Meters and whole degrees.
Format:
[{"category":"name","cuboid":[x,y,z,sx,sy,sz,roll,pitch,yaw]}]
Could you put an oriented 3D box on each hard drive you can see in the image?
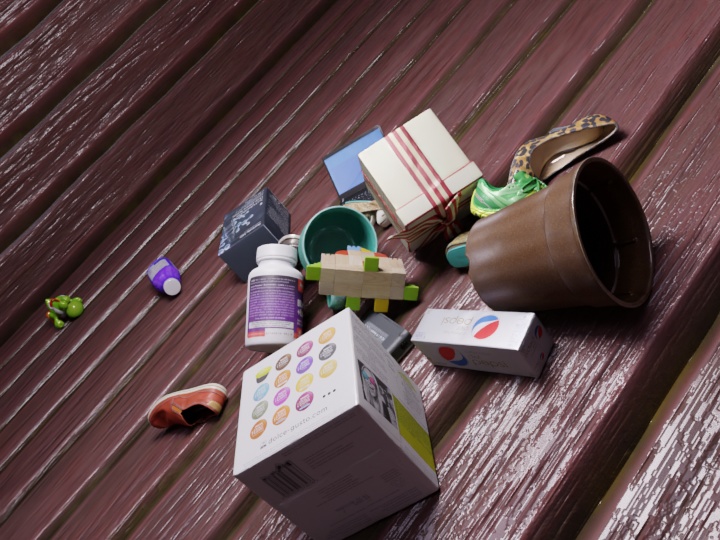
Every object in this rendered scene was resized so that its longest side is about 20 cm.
[{"category":"hard drive","cuboid":[-0.012,0.163,1.140,0.200,0.033,0.139,-46,30,-8]}]

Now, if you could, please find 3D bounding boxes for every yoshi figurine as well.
[{"category":"yoshi figurine","cuboid":[-1.032,0.140,2.322,0.111,0.113,0.200,-12,-5,-34]}]

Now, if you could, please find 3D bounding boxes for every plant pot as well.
[{"category":"plant pot","cuboid":[0.267,-0.030,0.923,0.198,0.200,0.201,-18,37,46]}]

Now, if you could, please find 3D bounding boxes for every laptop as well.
[{"category":"laptop","cuboid":[-0.006,-0.215,1.552,0.176,0.103,0.201,-26,33,26]}]

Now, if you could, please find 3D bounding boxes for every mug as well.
[{"category":"mug","cuboid":[-0.058,-0.032,1.328,0.186,0.152,0.114,-56,8,-10]}]

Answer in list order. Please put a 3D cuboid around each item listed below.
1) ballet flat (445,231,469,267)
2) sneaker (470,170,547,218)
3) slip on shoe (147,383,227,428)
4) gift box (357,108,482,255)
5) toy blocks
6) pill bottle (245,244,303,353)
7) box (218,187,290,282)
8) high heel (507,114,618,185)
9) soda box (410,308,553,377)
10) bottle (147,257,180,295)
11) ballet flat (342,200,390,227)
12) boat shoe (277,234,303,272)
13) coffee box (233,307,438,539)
[{"category":"ballet flat","cuboid":[0.233,-0.048,1.103,0.199,0.071,0.071,-10,42,43]},{"category":"sneaker","cuboid":[0.276,-0.119,1.070,0.198,0.084,0.074,4,6,22]},{"category":"slip on shoe","cuboid":[-0.359,0.288,1.348,0.199,0.074,0.061,-21,38,23]},{"category":"gift box","cuboid":[0.105,-0.141,1.210,0.199,0.185,0.187,-35,73,2]},{"category":"toy blocks","cuboid":[0.000,0.000,1.212,0.198,0.101,0.137,4,20,-5]},{"category":"pill bottle","cuboid":[-0.168,0.056,1.304,0.111,0.111,0.202,-13,70,40]},{"category":"box","cuboid":[-0.269,-0.095,1.698,0.148,0.107,0.201,-32,32,15]},{"category":"high heel","cuboid":[0.349,-0.203,1.151,0.200,0.072,0.142,-45,23,-23]},{"category":"soda box","cuboid":[0.173,0.103,0.967,0.199,0.068,0.064,0,49,48]},{"category":"bottle","cuboid":[-0.571,0.021,1.939,0.084,0.065,0.200,-47,30,-8]},{"category":"ballet flat","cuboid":[0.038,-0.123,1.437,0.199,0.070,0.066,-6,73,46]},{"category":"boat shoe","cuboid":[-0.156,-0.011,1.432,0.200,0.071,0.060,124,158,-60]},{"category":"coffee box","cuboid":[-0.034,0.218,0.927,0.199,0.200,0.198,-32,31,16]}]
